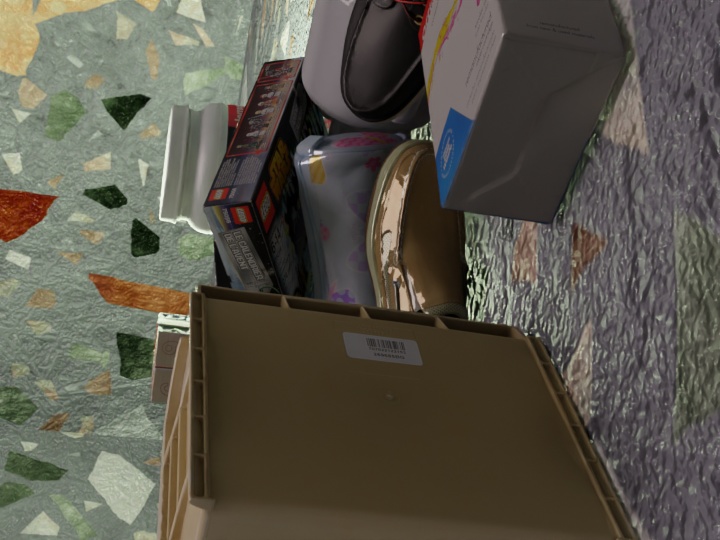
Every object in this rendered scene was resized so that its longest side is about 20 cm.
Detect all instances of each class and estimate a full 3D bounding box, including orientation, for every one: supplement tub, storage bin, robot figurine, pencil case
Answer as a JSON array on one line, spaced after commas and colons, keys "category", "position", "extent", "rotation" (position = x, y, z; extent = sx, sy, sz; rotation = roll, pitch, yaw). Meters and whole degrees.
[{"category": "supplement tub", "position": [-0.113, -0.105, 1.276], "extent": [0.140, 0.197, 0.143], "rotation": [-174, 90, -78]}, {"category": "storage bin", "position": [0.004, 0.098, 0.580], "extent": [0.199, 0.197, 0.095], "rotation": [-105, 25, -61]}, {"category": "robot figurine", "position": [0.020, -0.184, 0.872], "extent": [0.171, 0.111, 0.202], "rotation": [-112, 28, -43]}, {"category": "pencil case", "position": [0.000, 0.000, 0.848], "extent": [0.083, 0.089, 0.203], "rotation": [-138, 44, -71]}]

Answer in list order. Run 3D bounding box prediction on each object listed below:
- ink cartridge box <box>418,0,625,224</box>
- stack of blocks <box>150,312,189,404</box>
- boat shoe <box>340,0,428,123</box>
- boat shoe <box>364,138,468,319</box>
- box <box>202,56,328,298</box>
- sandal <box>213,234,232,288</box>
[{"category": "ink cartridge box", "position": [0.080, -0.139, 0.661], "extent": [0.202, 0.066, 0.117], "rotation": [-94, 15, -44]}, {"category": "stack of blocks", "position": [-0.071, 0.083, 0.966], "extent": [0.115, 0.197, 0.059], "rotation": [-145, 62, -78]}, {"category": "boat shoe", "position": [0.036, -0.189, 0.757], "extent": [0.203, 0.073, 0.063], "rotation": [-62, -13, 16]}, {"category": "boat shoe", "position": [0.047, 0.016, 0.783], "extent": [0.076, 0.071, 0.203], "rotation": [-158, 66, -64]}, {"category": "box", "position": [-0.059, -0.052, 0.891], "extent": [0.201, 0.039, 0.138], "rotation": [-77, -24, -50]}, {"category": "sandal", "position": [-0.096, 0.065, 0.876], "extent": [0.075, 0.047, 0.204], "rotation": [16, -112, -75]}]
